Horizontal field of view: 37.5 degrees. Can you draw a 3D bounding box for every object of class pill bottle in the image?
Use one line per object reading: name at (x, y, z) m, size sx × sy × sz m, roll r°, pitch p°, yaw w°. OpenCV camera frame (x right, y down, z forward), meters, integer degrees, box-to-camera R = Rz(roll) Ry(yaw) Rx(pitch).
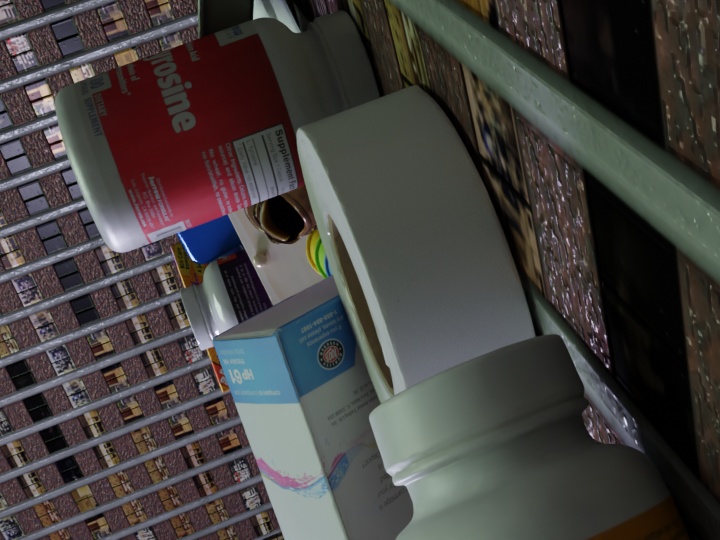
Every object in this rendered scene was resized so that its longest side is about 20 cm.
pill bottle at (-0.114, 0.024, 1.285) m, size 0.112 × 0.197 × 0.114 m, roll 160°, pitch 90°, yaw -83°
pill bottle at (-0.089, -0.097, 0.697) m, size 0.112 × 0.197 × 0.114 m, roll 159°, pitch 90°, yaw -83°
pill bottle at (0.075, 0.133, 0.386) m, size 0.111 × 0.109 × 0.203 m, roll 95°, pitch 155°, yaw -76°

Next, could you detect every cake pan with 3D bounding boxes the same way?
cake pan at (-0.094, -0.236, 0.767) m, size 0.200 × 0.036 × 0.205 m, roll -178°, pitch 90°, yaw -85°

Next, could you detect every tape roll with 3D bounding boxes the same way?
tape roll at (0.030, 0.008, 0.580) m, size 0.202 × 0.070 × 0.206 m, roll 160°, pitch 91°, yaw -83°

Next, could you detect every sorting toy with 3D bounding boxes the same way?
sorting toy at (-0.069, -0.062, 1.151) m, size 0.181 × 0.105 × 0.202 m, roll -89°, pitch -23°, yaw -62°

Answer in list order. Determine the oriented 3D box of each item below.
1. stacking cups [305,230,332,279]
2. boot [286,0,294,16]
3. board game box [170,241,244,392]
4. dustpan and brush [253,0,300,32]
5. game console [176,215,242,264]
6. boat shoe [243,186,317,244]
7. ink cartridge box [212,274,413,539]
stacking cups at (0.000, 0.000, 0.893) m, size 0.200 × 0.060 × 0.061 m, roll -136°, pitch 26°, yaw -71°
boot at (-0.116, -0.255, 1.024) m, size 0.200 × 0.074 × 0.075 m, roll -121°, pitch 11°, yaw -66°
board game box at (-0.130, 0.029, 1.454) m, size 0.200 × 0.197 × 0.203 m, roll 168°, pitch 82°, yaw -83°
dustpan and brush at (-0.087, -0.159, 0.933) m, size 0.199 × 0.057 × 0.141 m, roll -27°, pitch 90°, yaw 46°
game console at (-0.158, -0.139, 1.214) m, size 0.202 × 0.116 × 0.173 m, roll 68°, pitch -157°, yaw -43°
boat shoe at (-0.069, -0.061, 0.950) m, size 0.072 × 0.068 × 0.199 m, roll 49°, pitch 158°, yaw -13°
ink cartridge box at (0.003, 0.111, 0.731) m, size 0.084 × 0.143 × 0.203 m, roll -10°, pitch 102°, yaw 48°
